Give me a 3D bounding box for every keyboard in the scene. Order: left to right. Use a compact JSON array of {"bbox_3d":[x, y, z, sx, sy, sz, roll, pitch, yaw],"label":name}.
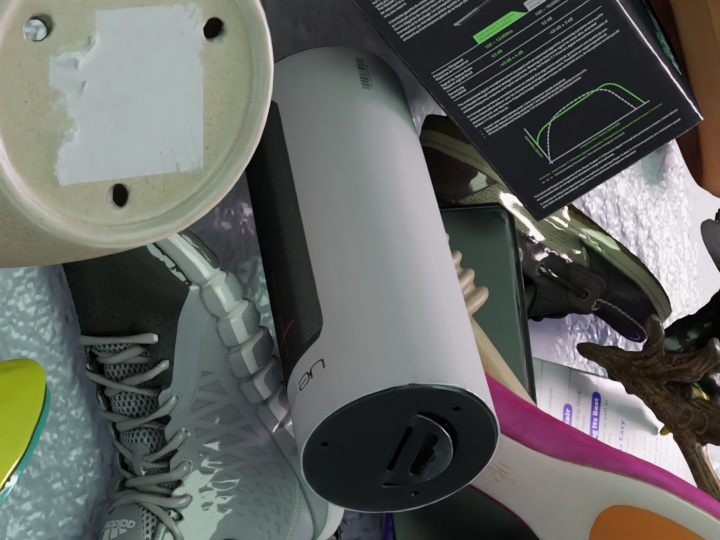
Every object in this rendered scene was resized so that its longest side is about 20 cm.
[{"bbox_3d":[0.021,0.070,0.875,0.126,0.021,0.201,-4,82,-13],"label":"keyboard"}]

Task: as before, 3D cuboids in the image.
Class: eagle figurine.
[{"bbox_3d":[0.208,0.041,0.963,0.199,0.151,0.152,-13,94,-38],"label":"eagle figurine"}]

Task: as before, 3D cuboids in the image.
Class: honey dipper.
[{"bbox_3d":[0.077,0.064,0.861,0.200,0.038,0.038,53,48,-4],"label":"honey dipper"}]

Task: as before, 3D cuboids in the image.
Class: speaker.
[{"bbox_3d":[0.000,0.000,0.783,0.081,0.081,0.201,38,28,-41],"label":"speaker"}]

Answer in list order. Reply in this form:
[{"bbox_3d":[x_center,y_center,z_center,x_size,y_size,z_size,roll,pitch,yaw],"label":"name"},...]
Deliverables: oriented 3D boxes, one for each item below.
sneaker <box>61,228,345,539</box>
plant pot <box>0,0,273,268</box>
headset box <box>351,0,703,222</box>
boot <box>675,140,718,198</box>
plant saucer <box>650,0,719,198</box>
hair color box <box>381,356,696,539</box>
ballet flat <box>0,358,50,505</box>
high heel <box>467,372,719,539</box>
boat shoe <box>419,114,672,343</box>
[{"bbox_3d":[-0.084,0.071,0.763,0.116,0.075,0.200,-51,123,-32],"label":"sneaker"},{"bbox_3d":[-0.115,-0.076,0.594,0.187,0.200,0.188,-11,111,-32],"label":"plant pot"},{"bbox_3d":[0.049,-0.155,0.849,0.200,0.093,0.174,46,20,-36],"label":"headset box"},{"bbox_3d":[0.156,-0.120,1.059,0.146,0.070,0.201,-23,105,-40],"label":"boot"},{"bbox_3d":[0.165,-0.122,0.931,0.200,0.037,0.201,-16,90,-86],"label":"plant saucer"},{"bbox_3d":[0.100,0.108,0.979,0.200,0.065,0.110,18,76,-49],"label":"hair color box"},{"bbox_3d":[-0.179,0.096,0.658,0.067,0.067,0.200,50,55,-32],"label":"ballet flat"},{"bbox_3d":[0.084,0.080,0.816,0.096,0.199,0.068,-63,164,-57],"label":"high heel"},{"bbox_3d":[0.086,-0.007,0.970,0.201,0.072,0.066,38,82,-41],"label":"boat shoe"}]
